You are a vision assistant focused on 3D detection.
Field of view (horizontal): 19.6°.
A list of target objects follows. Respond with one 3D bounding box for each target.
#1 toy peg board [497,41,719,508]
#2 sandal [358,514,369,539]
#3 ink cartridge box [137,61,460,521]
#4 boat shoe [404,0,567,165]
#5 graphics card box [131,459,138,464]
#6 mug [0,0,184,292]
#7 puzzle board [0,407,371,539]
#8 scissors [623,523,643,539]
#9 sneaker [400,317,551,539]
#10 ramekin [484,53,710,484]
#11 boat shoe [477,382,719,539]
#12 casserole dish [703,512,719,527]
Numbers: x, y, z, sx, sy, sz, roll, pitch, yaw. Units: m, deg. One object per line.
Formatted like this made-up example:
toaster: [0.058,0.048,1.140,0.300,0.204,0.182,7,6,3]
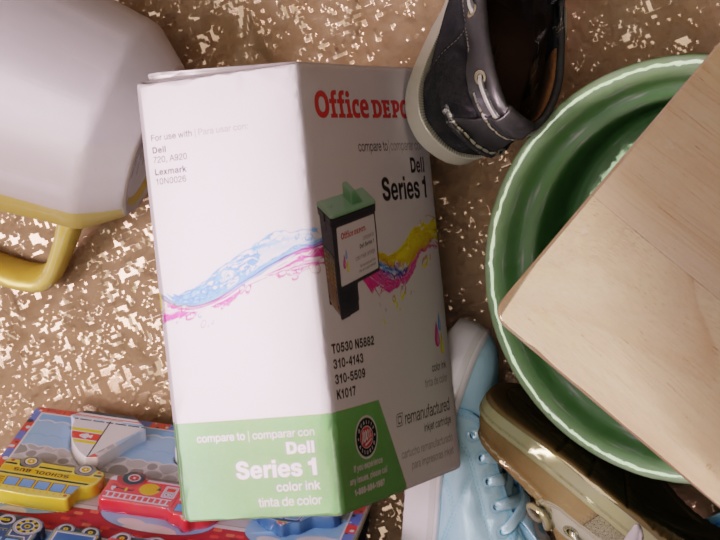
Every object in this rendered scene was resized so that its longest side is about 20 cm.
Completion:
toy peg board: [0.199,0.009,0.908,0.200,0.098,0.199,40,91,7]
sandal: [-0.037,0.171,1.041,0.075,0.201,0.048,-29,121,22]
ink cartridge box: [-0.025,0.005,0.967,0.084,0.145,0.201,-5,92,25]
boat shoe: [0.080,-0.148,0.994,0.072,0.068,0.200,23,69,-24]
graphics card box: [-0.084,0.208,1.134,0.200,0.051,0.125,44,106,6]
mug: [-0.177,-0.088,1.097,0.153,0.187,0.150,21,70,5]
puzzle board: [-0.099,0.119,1.058,0.199,0.151,0.017,7,120,12]
scissors: [0.111,0.165,1.003,0.014,0.200,0.073,-27,48,-18]
sneaker: [0.066,0.123,1.070,0.082,0.074,0.200,9,109,10]
ramekin: [0.167,-0.005,1.003,0.200,0.098,0.201,2,98,16]
boat shoe: [0.130,0.134,1.010,0.201,0.073,0.063,37,111,0]
casserole dish: [0.212,0.171,1.044,0.200,0.039,0.121,-26,89,18]
